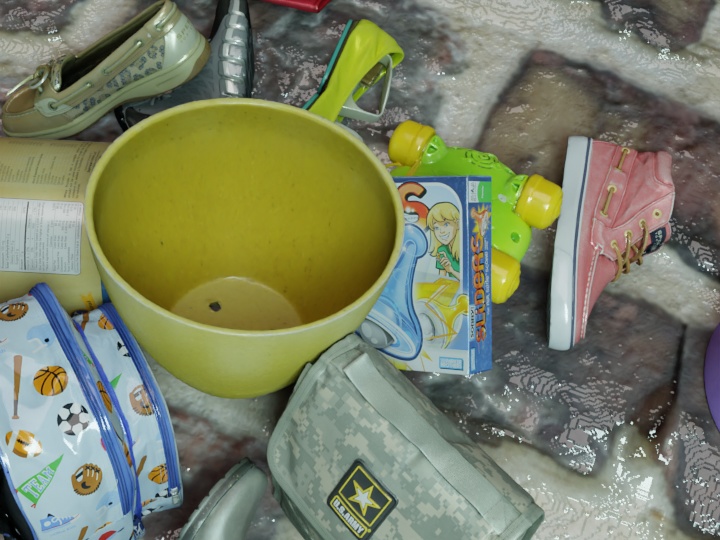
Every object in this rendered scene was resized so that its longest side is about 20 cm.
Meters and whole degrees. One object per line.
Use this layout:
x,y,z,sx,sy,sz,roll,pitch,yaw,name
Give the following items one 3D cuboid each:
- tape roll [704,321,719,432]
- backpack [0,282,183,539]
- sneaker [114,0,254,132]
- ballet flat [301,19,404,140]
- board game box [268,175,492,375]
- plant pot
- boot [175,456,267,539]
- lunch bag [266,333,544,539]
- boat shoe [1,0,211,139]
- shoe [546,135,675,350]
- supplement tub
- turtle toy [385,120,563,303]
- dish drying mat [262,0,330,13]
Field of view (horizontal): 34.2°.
0.368,0.080,0.885,0.199,0.066,0.201,1,60,-1,tape roll
-0.205,0.107,0.779,0.154,0.191,0.200,-31,65,-18,backpack
-0.151,-0.157,0.997,0.115,0.075,0.201,-1,62,0,sneaker
-0.019,-0.133,0.996,0.067,0.067,0.200,29,62,-1,ballet flat
0.000,0.000,0.844,0.200,0.034,0.136,1,94,35,board game box
-0.081,0.004,0.782,0.199,0.142,0.200,5,50,-7,plant pot
-0.076,0.238,0.778,0.130,0.068,0.200,26,79,8,boot
0.025,0.146,0.759,0.117,0.200,0.164,-37,69,-21,lunch bag
-0.222,-0.166,0.967,0.199,0.063,0.073,-21,42,17,boat shoe
0.201,-0.023,0.933,0.091,0.072,0.201,8,56,9,shoe
-0.247,-0.027,0.879,0.199,0.145,0.145,3,60,0,supplement tub
0.058,-0.014,0.906,0.145,0.101,0.200,26,64,14,turtle toy
-0.124,-0.275,1.077,0.199,0.018,0.077,15,29,8,dish drying mat
